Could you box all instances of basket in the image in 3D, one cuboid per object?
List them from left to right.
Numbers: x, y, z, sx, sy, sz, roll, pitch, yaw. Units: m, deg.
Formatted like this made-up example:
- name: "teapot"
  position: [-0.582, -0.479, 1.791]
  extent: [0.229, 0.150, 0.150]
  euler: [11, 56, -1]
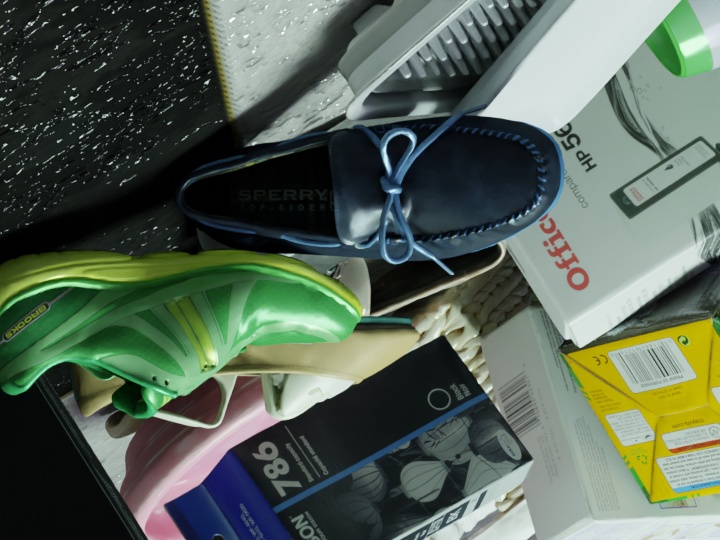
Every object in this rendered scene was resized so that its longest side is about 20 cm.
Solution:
- name: "basket"
  position: [0.066, 0.102, 1.987]
  extent: [0.198, 0.161, 0.200]
  euler: [-39, -176, 26]

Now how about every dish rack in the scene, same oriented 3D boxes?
- name: "dish rack"
  position: [0.082, -0.142, 1.486]
  extent: [0.172, 0.044, 0.200]
  euler: [-39, 166, 28]

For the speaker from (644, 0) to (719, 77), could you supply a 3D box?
- name: "speaker"
  position: [0.238, -0.185, 1.604]
  extent: [0.200, 0.089, 0.088]
  euler: [-31, 167, -4]

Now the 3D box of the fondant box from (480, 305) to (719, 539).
- name: "fondant box"
  position: [0.184, 0.098, 1.874]
  extent: [0.199, 0.145, 0.058]
  euler: [1, 154, -36]

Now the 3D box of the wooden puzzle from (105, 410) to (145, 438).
- name: "wooden puzzle"
  position: [-0.045, 0.040, 1.856]
  extent: [0.185, 0.046, 0.200]
  euler: [-22, 163, -41]

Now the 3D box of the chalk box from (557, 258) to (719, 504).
- name: "chalk box"
  position: [0.234, 0.028, 1.811]
  extent: [0.124, 0.124, 0.200]
  euler: [-15, -155, 42]

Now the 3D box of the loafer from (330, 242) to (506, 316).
- name: "loafer"
  position: [0.000, 0.000, 1.733]
  extent: [0.200, 0.063, 0.072]
  euler: [-25, 135, -36]

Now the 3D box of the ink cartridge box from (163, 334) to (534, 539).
- name: "ink cartridge box"
  position: [-0.006, 0.124, 1.743]
  extent: [0.200, 0.100, 0.039]
  euler: [-29, 161, -23]

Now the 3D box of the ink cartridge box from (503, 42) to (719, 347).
- name: "ink cartridge box"
  position: [0.166, -0.071, 1.716]
  extent: [0.200, 0.146, 0.084]
  euler: [-33, 168, 0]

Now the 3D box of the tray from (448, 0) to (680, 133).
- name: "tray"
  position: [0.105, -0.114, 1.498]
  extent: [0.107, 0.022, 0.200]
  euler: [-23, 165, -35]

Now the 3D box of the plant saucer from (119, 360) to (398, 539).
- name: "plant saucer"
  position: [-0.067, 0.094, 1.803]
  extent: [0.200, 0.051, 0.201]
  euler: [-32, 162, -12]

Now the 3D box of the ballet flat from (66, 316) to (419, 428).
- name: "ballet flat"
  position: [-0.065, 0.056, 1.653]
  extent: [0.199, 0.063, 0.069]
  euler: [1, 174, -11]

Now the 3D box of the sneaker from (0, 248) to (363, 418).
- name: "sneaker"
  position: [-0.097, 0.032, 1.500]
  extent: [0.199, 0.084, 0.074]
  euler: [-1, 174, -20]

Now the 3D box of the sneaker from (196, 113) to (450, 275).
- name: "sneaker"
  position: [-0.007, -0.035, 1.624]
  extent: [0.200, 0.071, 0.099]
  euler: [-21, 166, -21]

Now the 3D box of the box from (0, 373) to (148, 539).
- name: "box"
  position: [-0.163, 0.126, 1.540]
  extent: [0.079, 0.200, 0.141]
  euler: [-33, 167, -2]

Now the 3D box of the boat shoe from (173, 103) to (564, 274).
- name: "boat shoe"
  position: [0.001, -0.033, 1.479]
  extent: [0.199, 0.084, 0.069]
  euler: [-11, 176, 23]
